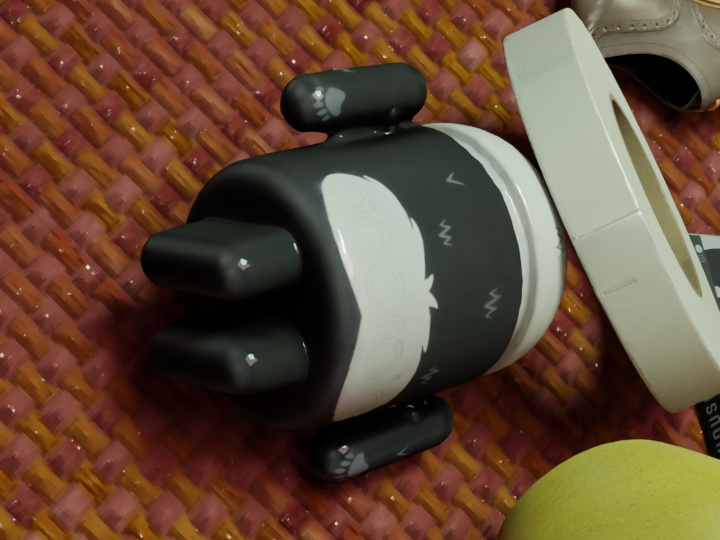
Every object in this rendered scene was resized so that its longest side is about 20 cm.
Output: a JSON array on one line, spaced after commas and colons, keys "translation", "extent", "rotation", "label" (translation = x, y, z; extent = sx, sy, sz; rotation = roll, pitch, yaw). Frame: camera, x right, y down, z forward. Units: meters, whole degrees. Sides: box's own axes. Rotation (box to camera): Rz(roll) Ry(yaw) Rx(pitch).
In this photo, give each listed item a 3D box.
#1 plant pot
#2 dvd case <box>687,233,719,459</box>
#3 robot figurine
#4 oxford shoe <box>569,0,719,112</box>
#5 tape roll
[{"translation": [0.133, 0.157, 1.071], "extent": [0.200, 0.200, 0.142], "rotation": [7, 35, -33], "label": "plant pot"}, {"translation": [0.257, 0.056, 1.309], "extent": [0.200, 0.025, 0.151], "rotation": [4, 62, -35], "label": "dvd case"}, {"translation": [-0.001, 0.001, 1.093], "extent": [0.200, 0.150, 0.125], "rotation": [-14, 55, -39], "label": "robot figurine"}, {"translation": [0.197, -0.116, 1.349], "extent": [0.200, 0.071, 0.073], "rotation": [15, 76, -23], "label": "oxford shoe"}, {"translation": [0.126, -0.029, 1.180], "extent": [0.203, 0.037, 0.203], "rotation": [62, 12, -22], "label": "tape roll"}]
